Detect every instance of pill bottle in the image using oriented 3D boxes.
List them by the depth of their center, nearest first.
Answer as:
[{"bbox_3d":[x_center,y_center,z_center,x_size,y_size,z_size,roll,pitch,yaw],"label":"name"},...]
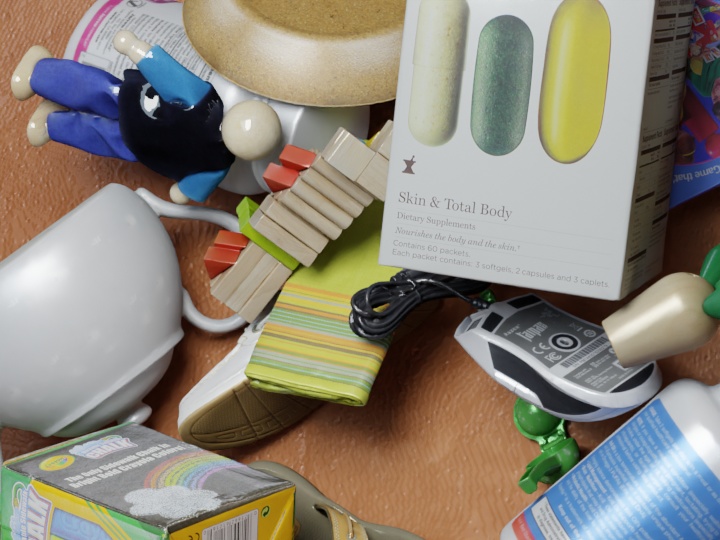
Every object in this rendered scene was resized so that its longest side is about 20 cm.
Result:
[{"bbox_3d":[0.191,0.136,1.469,0.200,0.112,0.112,-42,59,9],"label":"pill bottle"},{"bbox_3d":[-0.100,-0.119,1.704,0.199,0.113,0.114,21,83,30],"label":"pill bottle"}]

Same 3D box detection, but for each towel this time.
[{"bbox_3d":[0.000,0.000,1.608,0.086,0.018,0.201,12,58,22],"label":"towel"}]

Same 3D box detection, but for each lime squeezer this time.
[{"bbox_3d":[0.106,0.094,1.557,0.038,0.070,0.200,-45,27,24],"label":"lime squeezer"}]

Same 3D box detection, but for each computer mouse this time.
[{"bbox_3d":[0.097,0.049,1.527,0.200,0.109,0.044,30,130,33],"label":"computer mouse"}]

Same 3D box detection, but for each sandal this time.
[{"bbox_3d":[-0.021,0.183,1.592,0.200,0.054,0.081,30,87,31],"label":"sandal"}]

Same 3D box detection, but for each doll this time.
[{"bbox_3d":[-0.141,-0.105,1.628,0.199,0.137,0.049,13,44,30],"label":"doll"}]

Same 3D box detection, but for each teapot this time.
[{"bbox_3d":[-0.189,0.043,1.676,0.200,0.197,0.146,-33,97,35],"label":"teapot"}]

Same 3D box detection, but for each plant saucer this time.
[{"bbox_3d":[-0.022,-0.187,1.666,0.199,0.036,0.201,2,43,-2],"label":"plant saucer"}]

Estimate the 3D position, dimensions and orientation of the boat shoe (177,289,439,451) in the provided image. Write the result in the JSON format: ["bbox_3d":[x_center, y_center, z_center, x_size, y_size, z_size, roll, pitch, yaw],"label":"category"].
[{"bbox_3d":[-0.043,0.046,1.646,0.199,0.071,0.069,-33,54,-1],"label":"boat shoe"}]

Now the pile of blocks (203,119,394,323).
[{"bbox_3d":[-0.041,-0.050,1.588,0.200,0.062,0.082,-41,21,35],"label":"pile of blocks"}]

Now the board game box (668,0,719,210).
[{"bbox_3d":[0.173,-0.101,1.567,0.199,0.045,0.135,-26,89,17],"label":"board game box"}]

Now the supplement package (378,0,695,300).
[{"bbox_3d":[0.110,-0.099,1.482,0.151,0.151,0.201,9,99,16],"label":"supplement package"}]

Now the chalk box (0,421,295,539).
[{"bbox_3d":[-0.155,0.182,1.590,0.199,0.124,0.125,15,111,39],"label":"chalk box"}]

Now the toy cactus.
[{"bbox_3d":[0.224,0.015,1.430,0.164,0.103,0.200,-26,20,7],"label":"toy cactus"}]
